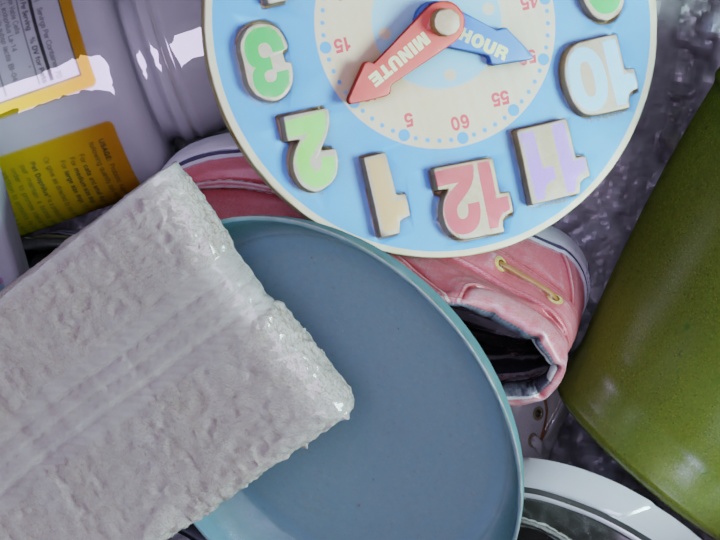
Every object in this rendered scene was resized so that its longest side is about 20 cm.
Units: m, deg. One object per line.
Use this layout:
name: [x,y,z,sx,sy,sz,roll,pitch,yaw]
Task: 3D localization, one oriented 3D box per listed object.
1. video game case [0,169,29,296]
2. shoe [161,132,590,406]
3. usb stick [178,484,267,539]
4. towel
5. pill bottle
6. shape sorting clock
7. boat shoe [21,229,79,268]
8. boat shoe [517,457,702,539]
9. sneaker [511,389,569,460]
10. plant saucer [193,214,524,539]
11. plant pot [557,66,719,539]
video game case: [-0.236,0.011,1.319,0.182,0.200,0.024,-1,49,7]
shoe: [0.000,0.000,1.290,0.200,0.091,0.072,16,118,2]
usb stick: [-0.059,0.102,1.353,0.200,0.033,0.055,30,98,-14]
towel: [-0.106,0.055,1.272,0.200,0.034,0.133,-35,95,32]
pill bottle: [-0.158,-0.072,1.352,0.200,0.109,0.109,-19,87,2]
shape sorting clock: [0.032,-0.105,1.252,0.200,0.039,0.200,-1,93,-16]
boat shoe: [-0.077,0.030,1.346,0.200,0.057,0.069,17,93,20]
boat shoe: [0.130,0.155,1.268,0.200,0.071,0.064,34,58,9]
sneaker: [0.064,0.088,1.353,0.085,0.073,0.200,-11,86,5]
plant saucer: [-0.012,0.062,1.266,0.200,0.027,0.200,19,127,27]
plant pot: [0.192,0.017,1.301,0.200,0.200,0.193,39,99,3]
